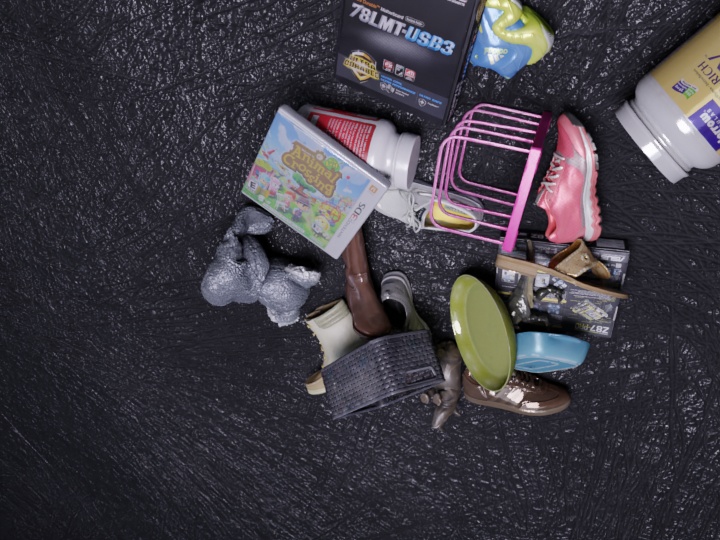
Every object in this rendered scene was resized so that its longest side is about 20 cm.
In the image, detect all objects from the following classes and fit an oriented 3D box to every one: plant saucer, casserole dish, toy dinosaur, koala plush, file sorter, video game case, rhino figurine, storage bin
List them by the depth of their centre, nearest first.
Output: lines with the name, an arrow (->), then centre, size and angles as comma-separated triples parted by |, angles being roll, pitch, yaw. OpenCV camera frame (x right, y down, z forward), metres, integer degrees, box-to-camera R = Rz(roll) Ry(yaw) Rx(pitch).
file sorter -> 0.185, -0.145, 0.756 | 0.123, 0.200, 0.141 | 16, 123, 15
video game case -> -0.077, -0.131, 0.843 | 0.199, 0.022, 0.182 | 35, 132, -5
toy dinosaur -> 0.278, 0.054, 0.866 | 0.087, 0.047, 0.203 | 22, 122, 18
casserole dish -> 0.295, 0.141, 0.895 | 0.119, 0.040, 0.200 | 12, 164, -8
plant saucer -> 0.213, 0.104, 0.911 | 0.031, 0.200, 0.203 | -12, 119, -15
storage bin -> 0.035, 0.184, 0.935 | 0.199, 0.133, 0.095 | -38, 63, 46
koala plush -> -0.184, 0.016, 1.016 | 0.198, 0.185, 0.178 | 28, 125, -10
rhino figurine -> 0.162, 0.228, 1.028 | 0.059, 0.087, 0.204 | 18, 121, 45

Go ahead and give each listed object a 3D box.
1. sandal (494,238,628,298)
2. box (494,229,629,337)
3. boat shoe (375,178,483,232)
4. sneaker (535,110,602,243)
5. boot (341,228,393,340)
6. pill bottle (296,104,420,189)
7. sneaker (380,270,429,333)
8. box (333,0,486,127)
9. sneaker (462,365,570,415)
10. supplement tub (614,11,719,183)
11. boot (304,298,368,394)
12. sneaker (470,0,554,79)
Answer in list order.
sandal -> 0.310, -0.015, 0.794 | 0.208, 0.078, 0.071 | 13, 98, -2
box -> 0.324, 0.020, 0.882 | 0.196, 0.049, 0.164 | 7, 118, 18
boat shoe -> 0.101, -0.097, 0.880 | 0.198, 0.086, 0.076 | 16, 122, 12
sneaker -> 0.300, -0.127, 0.783 | 0.085, 0.074, 0.203 | -13, 113, 9
boot -> 0.000, 0.000, 0.933 | 0.063, 0.187, 0.203 | -14, 118, -16
pill bottle -> -0.009, -0.193, 0.854 | 0.196, 0.113, 0.114 | 15, 122, 13
sneaker -> 0.077, 0.107, 1.004 | 0.074, 0.082, 0.202 | -15, 111, 27
box -> 0.062, -0.331, 0.747 | 0.198, 0.050, 0.200 | 29, 142, 14
sneaker -> 0.287, 0.216, 0.991 | 0.196, 0.071, 0.077 | 0, 117, 21
supplement tub -> 0.436, -0.220, 0.648 | 0.145, 0.146, 0.200 | 44, 123, -6
boot -> -0.069, 0.158, 1.095 | 0.199, 0.072, 0.155 | -33, 104, 25
sneaker -> 0.164, -0.345, 0.727 | 0.200, 0.076, 0.105 | 42, 124, -6
